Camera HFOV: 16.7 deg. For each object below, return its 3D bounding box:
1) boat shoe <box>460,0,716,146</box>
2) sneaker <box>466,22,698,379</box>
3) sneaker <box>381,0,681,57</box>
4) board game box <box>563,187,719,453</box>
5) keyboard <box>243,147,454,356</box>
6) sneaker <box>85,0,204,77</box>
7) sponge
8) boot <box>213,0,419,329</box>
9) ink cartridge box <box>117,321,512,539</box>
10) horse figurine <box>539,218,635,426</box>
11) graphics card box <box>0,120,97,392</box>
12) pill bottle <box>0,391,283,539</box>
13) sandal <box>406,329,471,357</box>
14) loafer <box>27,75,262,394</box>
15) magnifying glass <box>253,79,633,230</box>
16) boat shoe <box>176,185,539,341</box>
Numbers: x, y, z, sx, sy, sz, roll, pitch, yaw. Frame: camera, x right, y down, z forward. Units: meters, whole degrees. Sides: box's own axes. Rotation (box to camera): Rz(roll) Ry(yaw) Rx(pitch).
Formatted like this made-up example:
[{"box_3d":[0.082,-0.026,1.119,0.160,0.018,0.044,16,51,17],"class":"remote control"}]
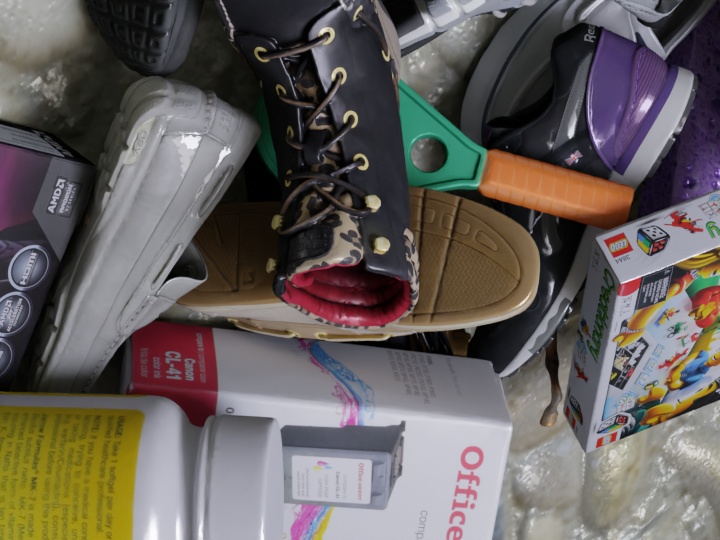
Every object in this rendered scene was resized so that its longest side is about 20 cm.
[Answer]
[{"box_3d":[0.137,-0.132,1.349,0.200,0.065,0.074,-50,134,-6],"class":"boat shoe"},{"box_3d":[0.094,-0.040,1.322,0.088,0.076,0.200,28,103,-6],"class":"sneaker"},{"box_3d":[0.101,-0.146,1.254,0.200,0.075,0.115,-35,125,23],"class":"sneaker"},{"box_3d":[0.179,0.022,1.333,0.126,0.035,0.200,-21,153,-12],"class":"board game box"},{"box_3d":[0.002,0.024,1.303,0.104,0.040,0.200,-11,113,-6],"class":"keyboard"},{"box_3d":[-0.074,-0.185,1.152,0.091,0.076,0.200,-10,122,-42],"class":"sneaker"},{"box_3d":[0.212,-0.059,1.433,0.112,0.030,0.200,8,90,-41],"class":"sponge"},{"box_3d":[-0.021,-0.068,1.131,0.073,0.151,0.200,-9,159,11],"class":"boot"},{"box_3d":[-0.032,0.115,1.281,0.200,0.086,0.148,7,111,-6],"class":"ink cartridge box"},{"box_3d":[0.133,0.018,1.436,0.200,0.050,0.133,-15,118,-30],"class":"horse figurine"},{"box_3d":[-0.230,-0.019,1.130,0.200,0.051,0.126,14,104,-43],"class":"graphics card box"},{"box_3d":[-0.140,0.114,1.168,0.200,0.114,0.114,1,119,4],"class":"pill bottle"},{"box_3d":[0.031,0.053,1.374,0.080,0.054,0.200,-28,128,-24],"class":"sandal"},{"box_3d":[-0.109,-0.001,1.197,0.070,0.070,0.200,17,123,-18],"class":"loafer"},{"box_3d":[0.042,-0.057,1.266,0.200,0.022,0.080,15,85,-3],"class":"magnifying glass"},{"box_3d":[0.000,0.000,1.246,0.069,0.200,0.074,40,56,-65],"class":"boat shoe"}]
